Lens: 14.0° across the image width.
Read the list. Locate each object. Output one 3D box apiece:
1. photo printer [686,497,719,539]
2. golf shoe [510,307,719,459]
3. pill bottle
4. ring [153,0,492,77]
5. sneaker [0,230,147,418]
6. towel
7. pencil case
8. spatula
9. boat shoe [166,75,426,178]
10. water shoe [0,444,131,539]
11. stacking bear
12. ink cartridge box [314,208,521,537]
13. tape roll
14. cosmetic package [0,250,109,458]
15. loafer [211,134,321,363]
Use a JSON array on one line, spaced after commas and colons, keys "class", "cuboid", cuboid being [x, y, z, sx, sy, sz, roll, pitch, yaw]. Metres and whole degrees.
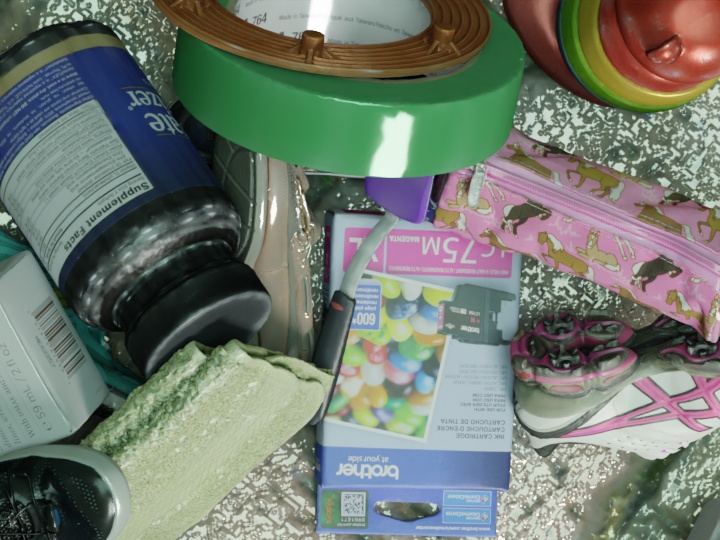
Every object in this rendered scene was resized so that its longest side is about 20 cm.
[{"class": "photo printer", "cuboid": [0.272, 0.255, 1.817, 0.200, 0.069, 0.166, 26, 89, -10]}, {"class": "golf shoe", "cuboid": [0.192, 0.069, 1.765, 0.200, 0.073, 0.092, -3, 126, 7]}, {"class": "pill bottle", "cuboid": [-0.138, -0.037, 1.678, 0.112, 0.112, 0.200, -34, 70, -5]}, {"class": "ring", "cuboid": [-0.022, -0.161, 1.685, 0.200, 0.200, 0.019, 6, 117, -9]}, {"class": "sneaker", "cuboid": [-0.184, 0.022, 1.734, 0.200, 0.078, 0.080, 41, 77, -9]}, {"class": "towel", "cuboid": [-0.113, 0.112, 1.697, 0.200, 0.148, 0.036, -41, 65, 15]}, {"class": "pencil case", "cuboid": [0.139, -0.028, 1.722, 0.200, 0.087, 0.083, 23, 129, 9]}, {"class": "spatula", "cuboid": [0.000, 0.000, 1.735, 0.021, 0.057, 0.200, 7, 109, -48]}, {"class": "boat shoe", "cuboid": [-0.020, -0.085, 1.757, 0.200, 0.057, 0.069, -5, 94, -8]}, {"class": "water shoe", "cuboid": [-0.222, 0.152, 1.619, 0.200, 0.079, 0.072, -14, 104, 19]}, {"class": "stacking bear", "cuboid": [0.172, -0.148, 1.709, 0.121, 0.200, 0.114, -28, 97, -6]}, {"class": "ink cartridge box", "cuboid": [0.035, 0.065, 1.785, 0.119, 0.042, 0.200, 2, 95, -8]}, {"class": "tape roll", "cuboid": [-0.007, -0.119, 1.684, 0.200, 0.200, 0.048, 6, 117, -9]}, {"class": "cosmetic package", "cuboid": [-0.257, 0.076, 1.683, 0.200, 0.074, 0.102, -25, 100, 21]}, {"class": "loafer", "cuboid": [-0.053, -0.014, 1.731, 0.063, 0.072, 0.200, -10, 126, -23]}]
